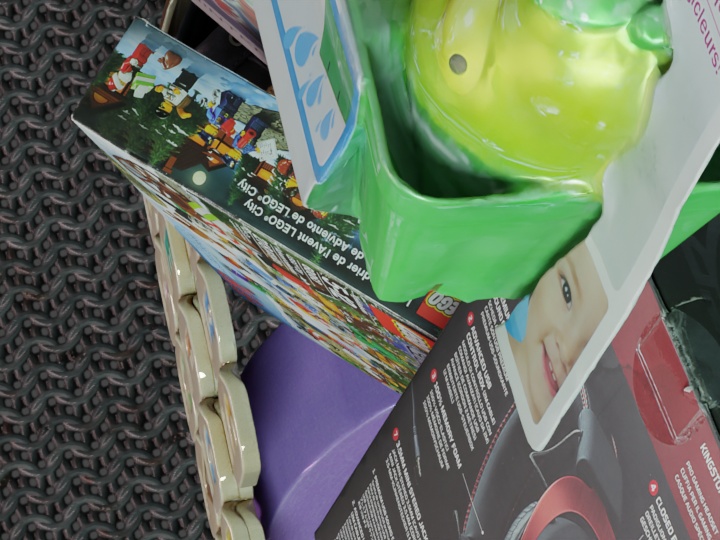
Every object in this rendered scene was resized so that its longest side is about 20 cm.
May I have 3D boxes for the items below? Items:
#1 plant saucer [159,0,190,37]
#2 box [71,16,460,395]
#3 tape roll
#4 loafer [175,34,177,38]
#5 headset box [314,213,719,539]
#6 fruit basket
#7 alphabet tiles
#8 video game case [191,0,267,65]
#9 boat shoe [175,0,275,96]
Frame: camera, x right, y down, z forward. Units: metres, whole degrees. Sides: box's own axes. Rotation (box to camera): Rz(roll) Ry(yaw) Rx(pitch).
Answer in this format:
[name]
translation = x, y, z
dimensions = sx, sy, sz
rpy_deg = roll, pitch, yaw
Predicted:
[plant saucer]
translation = -0.009, -0.110, 1.122
dimensions = 0.037, 0.200, 0.201
rpy_deg = 40, 159, 43
[box]
translation = 0.000, 0.000, 0.836
dimensions = 0.136, 0.038, 0.200
rpy_deg = 31, 173, 18
[tape roll]
translation = 0.050, 0.066, 1.051
dimensions = 0.200, 0.199, 0.066
rpy_deg = 69, -179, -55
[loafer]
translation = 0.002, -0.132, 1.039
dimensions = 0.076, 0.200, 0.068
rpy_deg = 51, -158, 27
[headset box]
translation = 0.073, 0.068, 0.638
dimensions = 0.200, 0.075, 0.149
rpy_deg = -61, 38, 43
[fruit basket]
translation = 0.035, -0.091, 0.525
dimensions = 0.200, 0.093, 0.186
rpy_deg = 104, 156, -56
[alphabet tiles]
translation = -0.062, 0.038, 1.030
dimensions = 0.196, 0.015, 0.201
rpy_deg = 111, 147, -74
[video game case]
translation = -0.015, -0.073, 0.742
dimensions = 0.182, 0.023, 0.200
rpy_deg = 41, 176, 5
[boat shoe]
translation = -0.016, -0.138, 0.928
dimensions = 0.062, 0.074, 0.201
rpy_deg = 28, -115, -27
